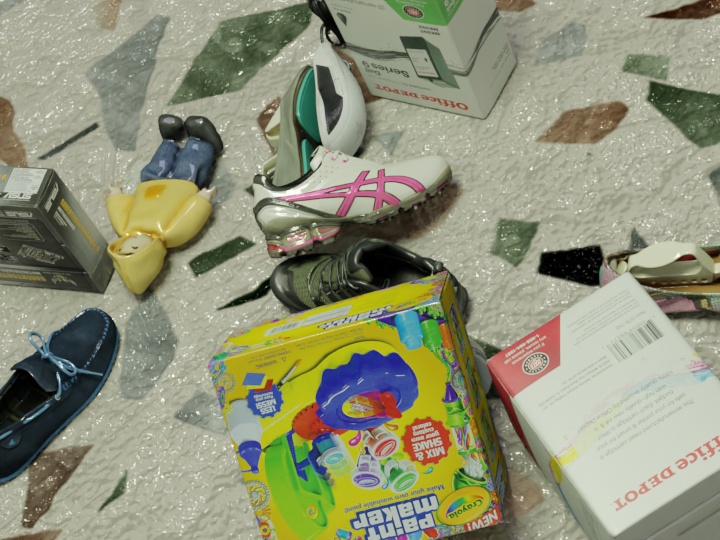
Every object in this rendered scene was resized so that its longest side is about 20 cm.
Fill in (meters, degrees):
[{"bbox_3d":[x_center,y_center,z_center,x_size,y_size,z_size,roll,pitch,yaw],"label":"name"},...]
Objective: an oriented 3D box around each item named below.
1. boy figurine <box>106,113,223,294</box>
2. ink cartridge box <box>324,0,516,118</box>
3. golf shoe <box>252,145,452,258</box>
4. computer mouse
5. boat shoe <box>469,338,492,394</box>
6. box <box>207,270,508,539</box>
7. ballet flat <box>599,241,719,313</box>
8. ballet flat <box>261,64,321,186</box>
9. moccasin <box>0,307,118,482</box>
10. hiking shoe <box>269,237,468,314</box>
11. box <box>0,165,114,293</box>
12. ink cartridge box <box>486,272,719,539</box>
[{"bbox_3d":[-0.213,-0.067,1.720,0.124,0.065,0.201,8,56,22],"label":"boy figurine"},{"bbox_3d":[0.057,-0.252,1.664,0.145,0.200,0.084,16,65,29],"label":"ink cartridge box"},{"bbox_3d":[-0.007,-0.083,1.612,0.199,0.093,0.073,-20,5,-13],"label":"golf shoe"},{"bbox_3d":[-0.020,-0.197,1.728,0.044,0.110,0.201,-12,62,11],"label":"computer mouse"},{"bbox_3d":[0.025,0.120,1.498,0.200,0.071,0.070,-32,18,9],"label":"boat shoe"},{"bbox_3d":[0.003,0.127,1.398,0.199,0.194,0.122,-16,9,10],"label":"box"},{"bbox_3d":[0.308,0.000,1.469,0.199,0.071,0.069,-5,53,17],"label":"ballet flat"},{"bbox_3d":[-0.072,-0.129,1.710,0.063,0.067,0.201,-15,51,21],"label":"ballet flat"},{"bbox_3d":[-0.307,0.114,1.618,0.080,0.068,0.200,18,63,30],"label":"moccasin"},{"bbox_3d":[0.000,0.000,1.565,0.199,0.101,0.076,4,57,23],"label":"hiking shoe"},{"bbox_3d":[-0.369,-0.045,1.700,0.199,0.159,0.049,4,59,24],"label":"box"},{"bbox_3d":[0.223,0.139,1.352,0.145,0.145,0.200,-31,51,-3],"label":"ink cartridge box"}]
